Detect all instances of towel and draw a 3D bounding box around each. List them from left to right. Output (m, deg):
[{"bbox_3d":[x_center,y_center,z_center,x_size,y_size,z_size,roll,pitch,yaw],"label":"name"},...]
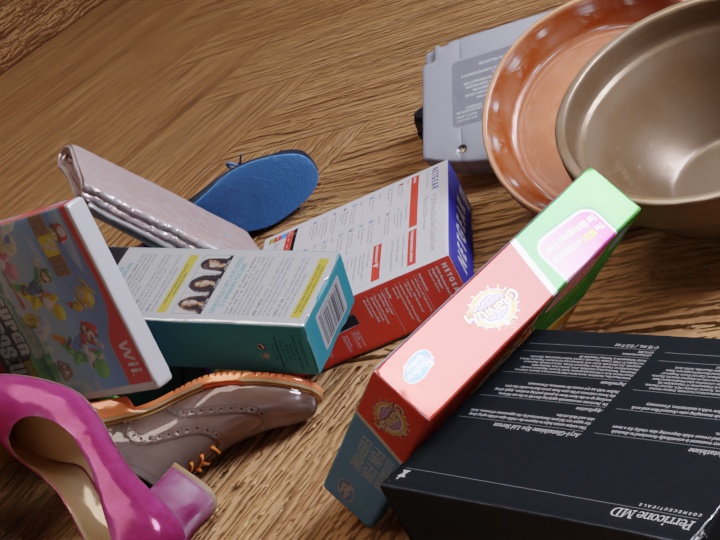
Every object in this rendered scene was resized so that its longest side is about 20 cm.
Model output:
[{"bbox_3d":[-0.177,-0.045,1.273,0.032,0.200,0.191,-59,21,7],"label":"towel"}]

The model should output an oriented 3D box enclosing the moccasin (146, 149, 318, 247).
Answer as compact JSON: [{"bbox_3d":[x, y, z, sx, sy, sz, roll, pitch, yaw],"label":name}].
[{"bbox_3d":[-0.137,-0.069,1.416,0.200,0.081,0.068,-25,17,6],"label":"moccasin"}]

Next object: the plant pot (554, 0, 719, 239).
[{"bbox_3d":[0.238,-0.088,0.930,0.201,0.093,0.201,-17,43,17],"label":"plant pot"}]

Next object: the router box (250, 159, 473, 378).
[{"bbox_3d":[0.000,0.000,1.125,0.179,0.049,0.200,-23,22,14],"label":"router box"}]

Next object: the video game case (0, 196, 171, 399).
[{"bbox_3d":[-0.235,0.031,1.011,0.200,0.143,0.017,-12,18,41],"label":"video game case"}]

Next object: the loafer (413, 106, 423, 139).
[{"bbox_3d":[0.118,-0.164,1.336,0.072,0.063,0.200,-40,24,-29],"label":"loafer"}]

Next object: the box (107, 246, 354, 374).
[{"bbox_3d":[-0.113,0.028,1.020,0.200,0.049,0.082,2,41,23],"label":"box"}]

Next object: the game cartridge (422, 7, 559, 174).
[{"bbox_3d":[0.146,-0.155,1.219,0.200,0.040,0.133,-12,62,31],"label":"game cartridge"}]

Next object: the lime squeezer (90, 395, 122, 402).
[{"bbox_3d":[-0.228,0.063,1.100,0.071,0.038,0.200,-35,41,4],"label":"lime squeezer"}]

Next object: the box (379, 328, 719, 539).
[{"bbox_3d":[0.130,0.102,0.688,0.141,0.079,0.200,-38,23,-32],"label":"box"}]

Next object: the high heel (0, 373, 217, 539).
[{"bbox_3d":[-0.199,0.139,0.924,0.096,0.200,0.067,-44,-20,-51],"label":"high heel"}]

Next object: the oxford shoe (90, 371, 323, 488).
[{"bbox_3d":[-0.120,0.123,0.998,0.200,0.071,0.073,-15,61,11],"label":"oxford shoe"}]

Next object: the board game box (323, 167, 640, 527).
[{"bbox_3d":[0.069,0.046,0.826,0.200,0.040,0.153,-42,-15,-30],"label":"board game box"}]

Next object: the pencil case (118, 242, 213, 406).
[{"bbox_3d":[-0.168,0.050,1.162,0.085,0.092,0.200,-31,20,2],"label":"pencil case"}]

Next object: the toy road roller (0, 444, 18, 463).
[{"bbox_3d":[-0.283,0.070,1.189,0.200,0.146,0.123,-29,-11,-36],"label":"toy road roller"}]

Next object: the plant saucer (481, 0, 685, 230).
[{"bbox_3d":[0.191,-0.119,1.053,0.200,0.032,0.200,-9,65,20],"label":"plant saucer"}]
